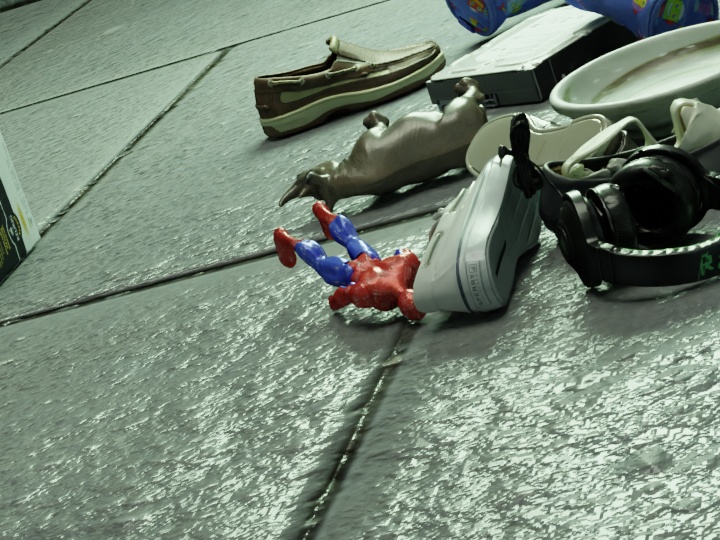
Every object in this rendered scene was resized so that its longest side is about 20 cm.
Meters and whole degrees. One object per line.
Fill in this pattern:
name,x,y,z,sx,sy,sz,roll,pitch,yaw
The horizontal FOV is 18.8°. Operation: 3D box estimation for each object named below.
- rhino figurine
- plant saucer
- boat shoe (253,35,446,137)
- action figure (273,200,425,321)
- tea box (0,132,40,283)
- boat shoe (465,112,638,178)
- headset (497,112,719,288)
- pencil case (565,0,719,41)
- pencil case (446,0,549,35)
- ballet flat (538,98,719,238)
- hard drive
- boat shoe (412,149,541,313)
rhino figurine,0.021,-0.097,1.848,0.199,0.060,0.088,-22,27,2
plant saucer,0.255,-0.149,1.770,0.199,0.050,0.200,-18,16,5
boat shoe,-0.013,-0.203,2.202,0.202,0.075,0.075,-22,16,-10
action figure,0.000,0.000,1.582,0.065,0.052,0.200,-29,23,-14
tea box,-0.414,-0.071,2.009,0.133,0.201,0.197,-14,16,14
boat shoe,0.151,-0.084,1.693,0.200,0.057,0.067,5,64,62
headset,0.176,-0.049,1.458,0.123,0.094,0.200,-29,30,-32
pencil case,0.254,-0.249,1.977,0.078,0.087,0.200,-59,31,9
pencil case,0.184,-0.317,2.322,0.200,0.087,0.078,-29,51,-27
ballet flat,0.220,-0.084,1.567,0.199,0.073,0.073,-19,16,-1
hard drive,0.175,-0.209,2.082,0.139,0.038,0.200,-2,24,46
boat shoe,0.080,-0.031,1.541,0.067,0.074,0.200,-10,19,19
